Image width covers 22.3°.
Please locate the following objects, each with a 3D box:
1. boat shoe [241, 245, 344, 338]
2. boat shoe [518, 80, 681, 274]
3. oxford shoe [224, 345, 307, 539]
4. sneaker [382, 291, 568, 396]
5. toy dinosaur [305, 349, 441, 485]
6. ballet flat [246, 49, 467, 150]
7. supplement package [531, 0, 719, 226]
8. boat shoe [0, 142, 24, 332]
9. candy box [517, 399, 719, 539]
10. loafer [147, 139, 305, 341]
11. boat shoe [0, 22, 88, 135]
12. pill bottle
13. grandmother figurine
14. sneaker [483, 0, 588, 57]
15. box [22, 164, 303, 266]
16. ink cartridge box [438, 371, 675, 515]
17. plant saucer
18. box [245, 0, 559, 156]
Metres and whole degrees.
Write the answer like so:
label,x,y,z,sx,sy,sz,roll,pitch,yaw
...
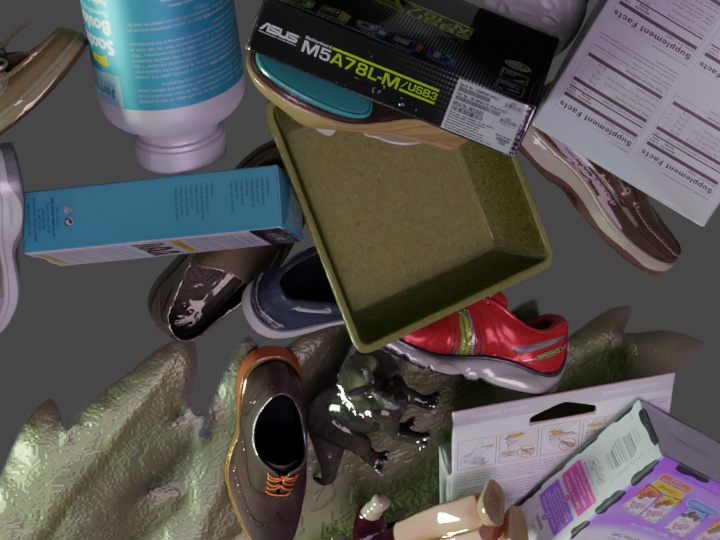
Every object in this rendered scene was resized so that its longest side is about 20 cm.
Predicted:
label,x,y,z,sx,sy,sz,roll,pitch,yaw
boat shoe,0.000,0.000,1.445,0.199,0.075,0.062,-11,166,-34
boat shoe,0.205,-0.077,1.477,0.075,0.075,0.202,-39,119,19
oxford shoe,-0.077,0.167,1.553,0.071,0.073,0.201,-6,119,-9
sneaker,0.083,0.044,1.535,0.199,0.077,0.085,14,94,-20
toy dinosaur,0.000,0.119,1.541,0.102,0.077,0.200,31,148,-16
ballet flat,0.002,-0.118,1.330,0.199,0.069,0.063,9,145,-25
supplement package,0.248,-0.173,1.340,0.150,0.152,0.200,31,118,1
boat shoe,-0.292,-0.019,1.375,0.065,0.075,0.202,-7,149,-20
candy box,0.238,0.226,1.603,0.167,0.072,0.200,28,118,-34
loafer,-0.094,-0.016,1.453,0.076,0.067,0.200,29,109,-25
boat shoe,-0.288,-0.122,1.350,0.200,0.073,0.063,-37,100,10
pill bottle,-0.144,-0.174,1.330,0.110,0.111,0.201,-10,119,-7
grandmother figurine,0.041,0.239,1.594,0.200,0.061,0.121,-25,112,30
sneaker,0.162,-0.261,1.370,0.080,0.147,0.200,28,158,11
box,-0.149,-0.041,1.384,0.199,0.082,0.049,-6,83,9
ink cartridge box,0.169,0.154,1.598,0.199,0.045,0.177,-9,132,-8
plant saucer,0.031,-0.061,1.404,0.200,0.048,0.200,-24,95,-30
box,0.036,-0.161,1.296,0.199,0.193,0.048,23,116,3
